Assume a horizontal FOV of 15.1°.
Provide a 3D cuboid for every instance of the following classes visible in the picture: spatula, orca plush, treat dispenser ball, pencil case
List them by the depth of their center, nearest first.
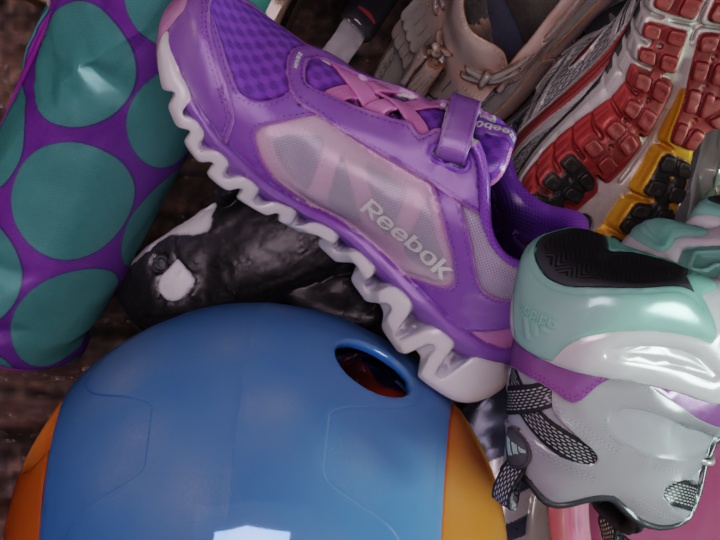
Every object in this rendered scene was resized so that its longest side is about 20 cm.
[{"bbox_3d":[-0.041,0.114,1.081,0.200,0.201,0.202,0,89,0],"label":"treat dispenser ball"},{"bbox_3d":[-0.116,-0.056,1.112,0.092,0.085,0.200,24,111,-13],"label":"pencil case"},{"bbox_3d":[-0.011,-0.090,1.136,0.057,0.200,0.021,45,131,-12],"label":"spatula"},{"bbox_3d":[0.000,0.000,1.155,0.199,0.105,0.071,-13,60,-15],"label":"orca plush"}]

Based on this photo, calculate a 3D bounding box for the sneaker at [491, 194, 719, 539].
[{"bbox_3d":[0.126,0.049,1.051,0.199,0.078,0.140,-5,119,-35],"label":"sneaker"}]

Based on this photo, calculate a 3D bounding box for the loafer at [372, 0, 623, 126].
[{"bbox_3d":[0.065,-0.117,1.143,0.200,0.063,0.072,-39,71,27],"label":"loafer"}]

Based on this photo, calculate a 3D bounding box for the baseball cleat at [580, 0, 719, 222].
[{"bbox_3d":[0.117,-0.080,1.188,0.106,0.070,0.201,8,84,14],"label":"baseball cleat"}]

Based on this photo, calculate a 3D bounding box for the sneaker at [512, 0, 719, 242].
[{"bbox_3d":[0.117,-0.086,1.104,0.078,0.082,0.200,36,101,-27],"label":"sneaker"}]

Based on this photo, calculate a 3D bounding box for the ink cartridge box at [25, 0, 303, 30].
[{"bbox_3d":[-0.101,-0.186,1.176,0.199,0.075,0.165,25,91,1],"label":"ink cartridge box"}]

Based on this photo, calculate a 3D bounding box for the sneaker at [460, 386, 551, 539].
[{"bbox_3d":[0.047,0.105,1.178,0.084,0.075,0.201,15,83,6],"label":"sneaker"}]

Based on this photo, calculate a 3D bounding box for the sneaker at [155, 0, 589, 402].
[{"bbox_3d":[0.011,-0.044,1.036,0.200,0.081,0.088,43,126,-14],"label":"sneaker"}]

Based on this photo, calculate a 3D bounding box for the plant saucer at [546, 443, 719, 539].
[{"bbox_3d":[0.153,0.069,1.146,0.200,0.051,0.201,-12,113,-31],"label":"plant saucer"}]
